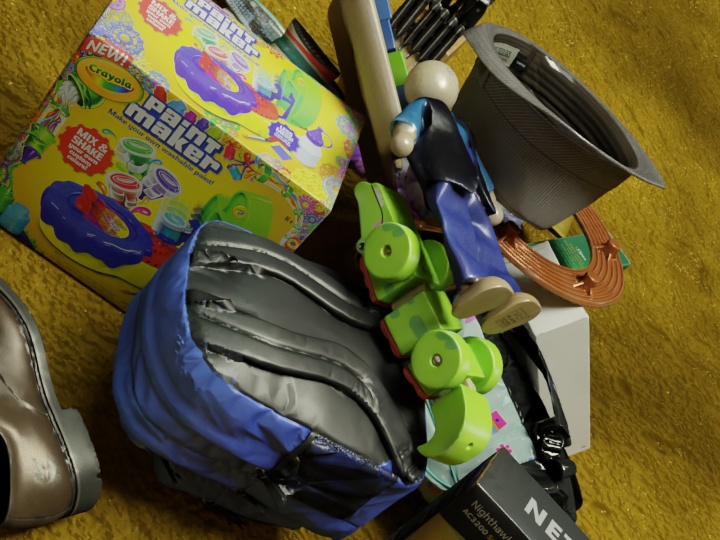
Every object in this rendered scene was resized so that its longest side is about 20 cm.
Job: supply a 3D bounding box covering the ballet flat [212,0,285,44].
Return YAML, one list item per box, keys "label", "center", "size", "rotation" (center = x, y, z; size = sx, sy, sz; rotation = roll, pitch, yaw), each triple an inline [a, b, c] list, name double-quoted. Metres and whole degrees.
- label: "ballet flat"
  center: [-0.143, -0.244, 1.280]
  size: [0.200, 0.074, 0.074]
  rotation: [47, 36, 4]

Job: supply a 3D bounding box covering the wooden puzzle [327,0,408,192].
- label: "wooden puzzle"
  center: [0.012, -0.163, 1.085]
  size: [0.046, 0.200, 0.188]
  rotation: [-14, 81, -3]

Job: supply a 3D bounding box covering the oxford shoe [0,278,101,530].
- label: "oxford shoe"
  center: [-0.241, 0.069, 0.872]
  size: [0.084, 0.073, 0.201]
  rotation: [-15, 67, -48]

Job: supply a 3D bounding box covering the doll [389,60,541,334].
- label: "doll"
  center: [0.067, -0.057, 0.952]
  size: [0.136, 0.048, 0.202]
  rotation: [27, 41, -52]

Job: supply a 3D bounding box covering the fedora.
- label: "fedora"
  center: [0.129, -0.096, 1.044]
  size: [0.176, 0.091, 0.201]
  rotation: [23, 26, -36]

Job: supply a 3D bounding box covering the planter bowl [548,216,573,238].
- label: "planter bowl"
  center: [0.152, -0.122, 1.351]
  size: [0.200, 0.084, 0.200]
  rotation: [42, 4, -4]

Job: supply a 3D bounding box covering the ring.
- label: "ring"
  center: [0.141, -0.054, 1.116]
  size: [0.199, 0.019, 0.202]
  rotation: [30, 32, -21]

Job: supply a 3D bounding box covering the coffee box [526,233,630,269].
- label: "coffee box"
  center: [0.144, 0.024, 1.253]
  size: [0.199, 0.123, 0.044]
  rotation: [-10, 60, -47]

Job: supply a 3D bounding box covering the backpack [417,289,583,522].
- label: "backpack"
  center: [0.085, 0.112, 1.082]
  size: [0.125, 0.167, 0.202]
  rotation: [-22, 65, -4]

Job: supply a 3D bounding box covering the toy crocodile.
- label: "toy crocodile"
  center: [0.039, 0.031, 0.930]
  size: [0.067, 0.061, 0.202]
  rotation: [14, 49, -59]

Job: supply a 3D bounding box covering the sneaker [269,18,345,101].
- label: "sneaker"
  center: [-0.068, -0.142, 1.135]
  size: [0.071, 0.093, 0.200]
  rotation: [49, -1, 0]

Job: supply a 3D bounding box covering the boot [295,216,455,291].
- label: "boot"
  center: [0.000, 0.000, 1.056]
  size: [0.155, 0.197, 0.078]
  rotation: [-59, 147, -85]

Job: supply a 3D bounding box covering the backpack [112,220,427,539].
- label: "backpack"
  center: [-0.072, 0.082, 0.937]
  size: [0.199, 0.168, 0.164]
  rotation: [32, 32, -30]

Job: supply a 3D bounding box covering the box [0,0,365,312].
- label: "box"
  center: [-0.137, -0.080, 1.011]
  size: [0.199, 0.193, 0.123]
  rotation: [35, 38, -13]

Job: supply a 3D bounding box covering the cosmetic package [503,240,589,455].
- label: "cosmetic package"
  center: [0.153, 0.074, 1.160]
  size: [0.050, 0.201, 0.083]
  rotation: [-21, 52, -6]

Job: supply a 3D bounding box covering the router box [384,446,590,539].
- label: "router box"
  center: [0.110, 0.246, 0.979]
  size: [0.200, 0.157, 0.052]
  rotation: [46, 36, 2]

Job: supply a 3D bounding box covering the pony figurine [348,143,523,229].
- label: "pony figurine"
  center: [0.055, -0.060, 1.238]
  size: [0.199, 0.167, 0.194]
  rotation: [20, 23, -39]

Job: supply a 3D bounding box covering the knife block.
- label: "knife block"
  center: [0.061, -0.218, 1.293]
  size: [0.064, 0.176, 0.200]
  rotation: [45, -5, -1]
